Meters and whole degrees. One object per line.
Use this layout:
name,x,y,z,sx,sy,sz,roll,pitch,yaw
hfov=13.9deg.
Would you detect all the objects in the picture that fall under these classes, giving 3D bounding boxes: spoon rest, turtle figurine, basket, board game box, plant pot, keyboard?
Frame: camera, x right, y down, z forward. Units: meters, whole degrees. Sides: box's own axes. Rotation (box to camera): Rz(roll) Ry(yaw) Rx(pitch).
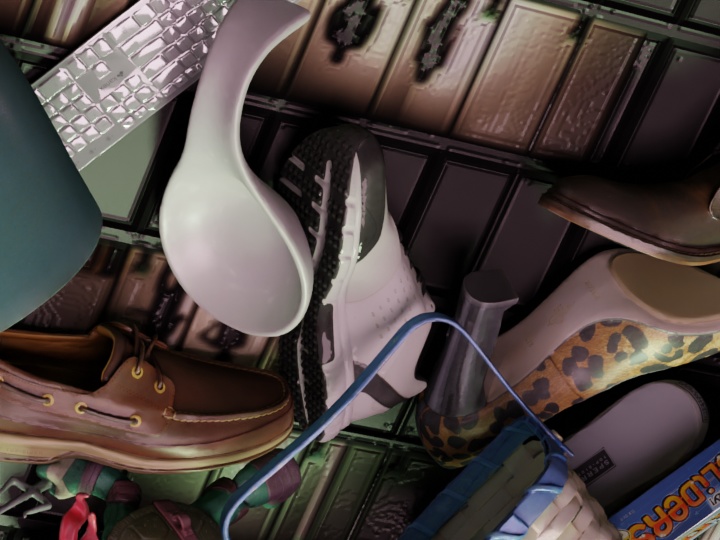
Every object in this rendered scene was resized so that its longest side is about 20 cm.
spoon rest,-0.065,-0.049,1.565,0.061,0.099,0.200,-38,143,-45
turtle figurine,-0.114,0.167,1.650,0.200,0.101,0.150,-13,94,-33
basket,0.045,0.147,1.629,0.176,0.139,0.200,-43,106,2
board game box,0.165,0.159,1.752,0.200,0.034,0.135,-37,170,11
plant pot,-0.248,-0.059,1.447,0.200,0.201,0.161,-21,114,-1
keyboard,-0.092,-0.128,1.550,0.200,0.011,0.056,-37,125,10

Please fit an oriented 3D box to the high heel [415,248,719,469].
high heel,0.133,0.059,1.715,0.200,0.071,0.143,1,133,-18

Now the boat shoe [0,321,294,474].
boat shoe,-0.132,0.067,1.633,0.200,0.072,0.068,3,122,-13

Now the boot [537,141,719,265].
boot,0.199,-0.052,1.661,0.200,0.075,0.097,11,102,-23

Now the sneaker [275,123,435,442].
sneaker,0.000,0.000,1.637,0.080,0.074,0.200,-16,132,-23

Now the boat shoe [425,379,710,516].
boat shoe,0.124,0.130,1.755,0.200,0.069,0.057,-31,168,15
